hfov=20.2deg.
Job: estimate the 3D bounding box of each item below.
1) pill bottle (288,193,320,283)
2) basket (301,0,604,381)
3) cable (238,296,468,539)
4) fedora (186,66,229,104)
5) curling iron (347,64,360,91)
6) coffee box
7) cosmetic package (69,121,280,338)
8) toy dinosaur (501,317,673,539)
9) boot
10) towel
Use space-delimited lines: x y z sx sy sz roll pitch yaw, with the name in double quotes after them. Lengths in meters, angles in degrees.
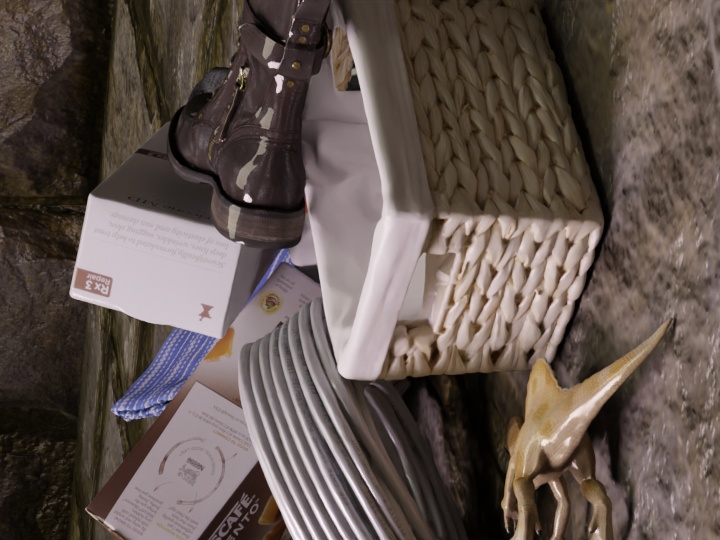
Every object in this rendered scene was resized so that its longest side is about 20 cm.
0.002 -0.099 1.307 0.112 0.110 0.201 117 152 -61 "pill bottle"
0.044 -0.053 1.100 0.136 0.122 0.201 106 160 -44 "basket"
-0.002 0.117 1.146 0.200 0.069 0.201 51 -165 -58 "cable"
-0.077 -0.098 1.525 0.200 0.091 0.202 -30 45 34 "fedora"
-0.012 -0.108 1.231 0.199 0.025 0.050 -12 68 33 "curling iron"
-0.068 0.111 1.285 0.200 0.079 0.114 -52 -29 -12 "coffee box"
-0.106 -0.030 1.284 0.200 0.101 0.075 -66 -10 -73 "cosmetic package"
0.096 0.090 1.005 0.200 0.058 0.102 127 144 -67 "toy dinosaur"
-0.053 -0.122 1.141 0.200 0.069 0.175 -127 44 -61 "boot"
-0.099 0.039 1.430 0.145 0.024 0.200 -57 19 -24 "towel"
